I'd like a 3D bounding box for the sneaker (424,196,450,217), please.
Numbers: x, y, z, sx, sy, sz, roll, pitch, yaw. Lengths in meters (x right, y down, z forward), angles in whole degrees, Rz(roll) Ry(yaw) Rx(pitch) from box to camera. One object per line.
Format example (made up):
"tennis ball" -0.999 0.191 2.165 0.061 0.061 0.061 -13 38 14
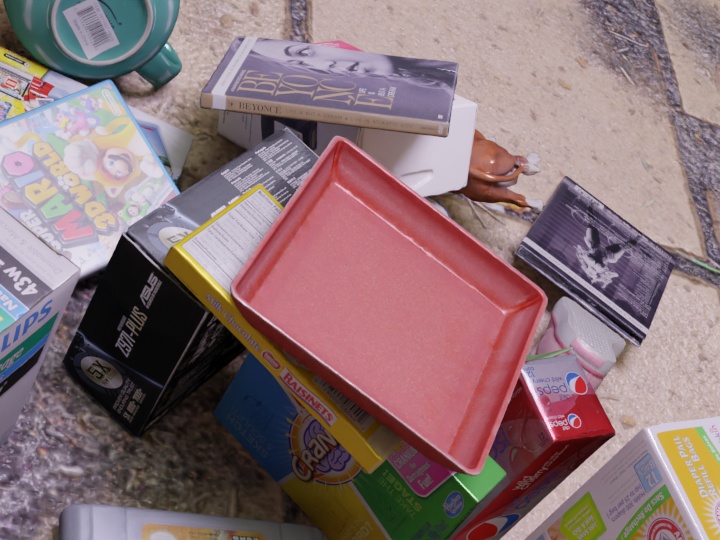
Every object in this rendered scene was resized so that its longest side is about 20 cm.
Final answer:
"sneaker" -0.004 -0.017 1.204 0.198 0.077 0.086 -5 65 -26

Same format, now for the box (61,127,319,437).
"box" -0.114 0.007 1.037 0.086 0.164 0.200 42 44 8

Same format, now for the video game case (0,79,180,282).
"video game case" -0.248 -0.057 1.066 0.199 0.018 0.144 -28 81 -30

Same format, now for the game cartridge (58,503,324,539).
"game cartridge" -0.109 0.233 0.933 0.198 0.042 0.134 10 44 -24

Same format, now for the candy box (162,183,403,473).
"candy box" -0.033 0.036 0.928 0.200 0.026 0.102 45 42 5

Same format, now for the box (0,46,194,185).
"box" -0.251 -0.101 1.139 0.199 0.038 0.137 24 44 -11

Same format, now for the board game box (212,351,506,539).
"board game box" -0.007 0.127 1.004 0.200 0.153 0.040 44 44 12

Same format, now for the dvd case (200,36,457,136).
"dvd case" -0.021 -0.156 1.130 0.198 0.016 0.149 7 28 4

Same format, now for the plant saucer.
"plant saucer" 0.021 0.025 0.930 0.199 0.037 0.200 38 41 -6

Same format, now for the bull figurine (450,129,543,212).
"bull figurine" 0.093 -0.113 1.311 0.121 0.066 0.200 8 21 -37

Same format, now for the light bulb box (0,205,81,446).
"light bulb box" -0.312 0.029 0.867 0.198 0.200 0.125 39 43 4

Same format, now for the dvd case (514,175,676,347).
"dvd case" 0.240 -0.014 1.357 0.148 0.016 0.200 37 31 3

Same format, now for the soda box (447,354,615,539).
"soda box" 0.101 0.147 1.016 0.063 0.200 0.070 -2 54 -34

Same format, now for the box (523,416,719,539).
"box" 0.222 0.211 1.034 0.101 0.200 0.113 -2 54 -33

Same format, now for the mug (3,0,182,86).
"mug" -0.220 -0.240 1.184 0.184 0.153 0.115 11 30 -28

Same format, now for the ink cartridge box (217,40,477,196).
"ink cartridge box" -0.013 -0.137 1.227 0.144 0.085 0.199 -14 33 -39

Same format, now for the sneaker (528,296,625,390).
"sneaker" 0.181 0.090 1.223 0.075 0.105 0.200 36 13 6

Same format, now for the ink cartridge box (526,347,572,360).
"ink cartridge box" 0.056 0.062 1.065 0.103 0.199 0.060 -14 88 -39
